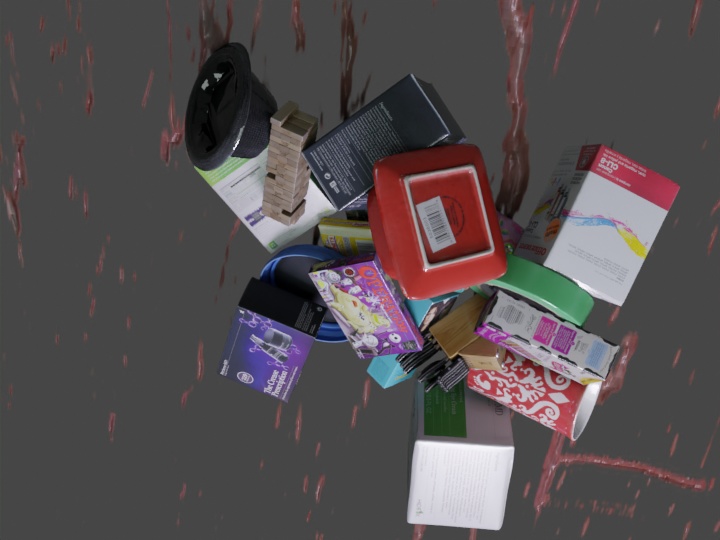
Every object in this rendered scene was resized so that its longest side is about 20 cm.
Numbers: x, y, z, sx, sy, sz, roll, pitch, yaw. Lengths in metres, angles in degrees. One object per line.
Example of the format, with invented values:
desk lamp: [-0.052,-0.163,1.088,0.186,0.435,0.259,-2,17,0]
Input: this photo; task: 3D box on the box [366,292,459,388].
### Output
box: [0.090,0.108,1.614,0.049,0.082,0.200,43,124,26]

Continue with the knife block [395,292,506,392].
knife block: [0.158,0.107,1.578,0.175,0.200,0.064,4,155,22]

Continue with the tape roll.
tape roll: [0.256,0.032,1.440,0.200,0.200,0.048,27,82,-12]

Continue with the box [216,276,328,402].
box: [-0.155,0.122,1.612,0.141,0.079,0.200,24,136,1]

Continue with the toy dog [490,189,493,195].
toy dog: [0.129,-0.047,1.467,0.200,0.132,0.096,-24,114,11]

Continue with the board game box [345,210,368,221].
board game box: [0.071,-0.121,1.521,0.200,0.028,0.135,-8,118,8]

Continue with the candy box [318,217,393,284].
candy box: [0.000,0.000,1.561,0.102,0.026,0.200,8,134,25]

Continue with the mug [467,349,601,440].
mug: [0.299,0.197,1.613,0.200,0.133,0.178,20,164,24]

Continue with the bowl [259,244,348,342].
bowl: [-0.072,0.038,1.583,0.200,0.039,0.201,13,135,13]

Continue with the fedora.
fedora: [-0.184,-0.235,1.401,0.092,0.201,0.201,17,124,-37]

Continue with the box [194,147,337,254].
box: [-0.151,-0.139,1.522,0.144,0.036,0.200,-31,115,19]

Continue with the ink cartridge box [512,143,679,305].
ink cartridge box: [0.353,-0.070,1.424,0.145,0.145,0.200,25,91,-12]

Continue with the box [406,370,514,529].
box: [0.173,0.318,1.670,0.171,0.199,0.200,5,121,1]

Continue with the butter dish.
butter dish: [0.085,-0.064,1.333,0.148,0.199,0.200,-13,91,56]

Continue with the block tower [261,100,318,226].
block tower: [-0.108,-0.155,1.421,0.058,0.054,0.200,24,137,13]

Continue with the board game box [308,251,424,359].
board game box: [0.011,0.061,1.520,0.120,0.032,0.200,-14,125,24]

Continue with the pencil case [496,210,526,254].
pencil case: [0.275,-0.019,1.532,0.200,0.087,0.087,28,118,-14]

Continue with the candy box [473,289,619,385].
candy box: [0.282,0.106,1.446,0.200,0.136,0.061,25,81,5]

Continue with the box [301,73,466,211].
box: [0.039,-0.185,1.392,0.200,0.148,0.107,-34,85,16]

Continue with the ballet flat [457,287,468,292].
ballet flat: [0.096,-0.017,1.553,0.200,0.065,0.071,17,153,21]
